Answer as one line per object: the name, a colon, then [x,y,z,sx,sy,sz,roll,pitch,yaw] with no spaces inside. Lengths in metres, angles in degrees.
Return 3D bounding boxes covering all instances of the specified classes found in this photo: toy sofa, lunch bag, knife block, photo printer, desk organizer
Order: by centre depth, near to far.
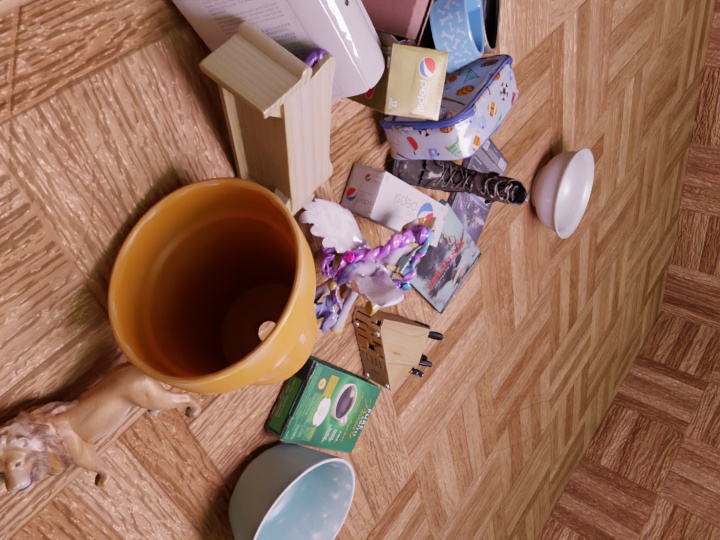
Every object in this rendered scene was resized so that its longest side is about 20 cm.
photo printer: [-0.085,-0.248,0.524,0.200,0.162,0.071,48,51,-49]
toy sofa: [-0.086,-0.143,0.573,0.098,0.082,0.201,-47,165,-22]
desk organizer: [0.029,-0.341,0.631,0.075,0.204,0.073,8,136,-14]
lunch bag: [0.123,-0.231,0.804,0.200,0.158,0.077,-48,131,-31]
knife block: [0.075,0.108,0.979,0.175,0.063,0.204,-41,135,-34]

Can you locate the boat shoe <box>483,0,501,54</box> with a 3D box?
boat shoe: [0.191,-0.441,0.865,0.071,0.059,0.207,-24,124,-43]

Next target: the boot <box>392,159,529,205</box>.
boot: [0.160,-0.144,0.873,0.197,0.172,0.071,-2,109,-51]

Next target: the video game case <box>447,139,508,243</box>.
video game case: [0.216,-0.142,1.076,0.142,0.019,0.205,25,87,-53]

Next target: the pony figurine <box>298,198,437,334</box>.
pony figurine: [0.000,0.000,0.752,0.190,0.169,0.201,-8,148,-48]

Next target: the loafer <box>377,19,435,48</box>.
loafer: [0.063,-0.322,0.750,0.198,0.070,0.075,-20,122,-46]

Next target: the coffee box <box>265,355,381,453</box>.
coffee box: [-0.051,0.212,0.883,0.199,0.043,0.126,32,81,-53]

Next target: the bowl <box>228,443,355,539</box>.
bowl: [-0.110,0.334,0.812,0.198,0.104,0.206,-27,129,-39]

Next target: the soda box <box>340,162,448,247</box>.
soda box: [0.058,-0.095,0.860,0.198,0.063,0.070,16,94,-54]

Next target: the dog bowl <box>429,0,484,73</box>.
dog bowl: [0.131,-0.375,0.766,0.111,0.048,0.207,11,76,-63]

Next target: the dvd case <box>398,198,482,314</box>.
dvd case: [0.147,-0.018,1.027,0.148,0.022,0.200,-55,143,-5]

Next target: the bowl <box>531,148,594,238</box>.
bowl: [0.454,-0.185,1.297,0.199,0.089,0.206,-26,126,-42]

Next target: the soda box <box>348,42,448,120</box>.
soda box: [0.031,-0.223,0.653,0.062,0.200,0.070,2,111,-16]

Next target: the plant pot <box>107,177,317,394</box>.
plant pot: [-0.128,0.038,0.601,0.203,0.197,0.184,-58,158,-13]

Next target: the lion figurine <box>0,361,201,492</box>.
lion figurine: [-0.254,0.139,0.556,0.199,0.072,0.124,-42,137,-21]
